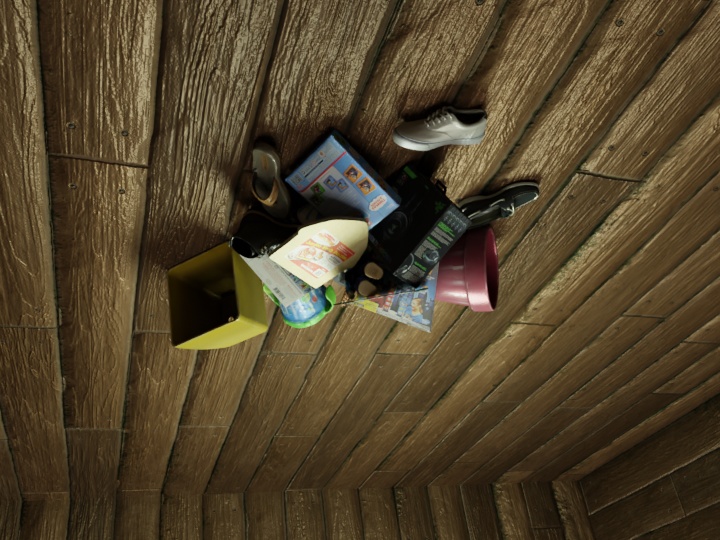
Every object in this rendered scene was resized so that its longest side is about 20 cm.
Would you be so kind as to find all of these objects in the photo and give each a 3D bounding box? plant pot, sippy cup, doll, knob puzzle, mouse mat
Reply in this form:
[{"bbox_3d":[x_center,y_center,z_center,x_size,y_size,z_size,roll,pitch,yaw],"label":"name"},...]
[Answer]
[{"bbox_3d":[0.240,0.000,1.699,0.174,0.205,0.201,-3,150,21],"label":"plant pot"},{"bbox_3d":[-0.155,0.049,1.723,0.174,0.141,0.132,-21,136,2],"label":"sippy cup"},{"bbox_3d":[-0.332,0.083,1.672,0.196,0.204,0.176,-22,152,19],"label":"plant pot"},{"bbox_3d":[0.000,0.000,1.545,0.047,0.140,0.200,20,-178,-17],"label":"doll"},{"bbox_3d":[-0.069,-0.056,1.446,0.214,0.031,0.222,-13,144,-9],"label":"knob puzzle"},{"bbox_3d":[0.047,0.058,1.522,0.195,0.008,0.161,-11,177,12],"label":"mouse mat"}]

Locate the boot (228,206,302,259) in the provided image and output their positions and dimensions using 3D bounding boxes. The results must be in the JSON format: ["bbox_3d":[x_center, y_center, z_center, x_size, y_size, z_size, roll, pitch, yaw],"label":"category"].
[{"bbox_3d":[-0.176,-0.048,1.469,0.195,0.139,0.079,19,121,1],"label":"boot"}]

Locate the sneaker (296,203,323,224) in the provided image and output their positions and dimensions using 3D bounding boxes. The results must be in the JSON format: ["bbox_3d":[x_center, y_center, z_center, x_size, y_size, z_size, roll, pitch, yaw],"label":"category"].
[{"bbox_3d":[-0.041,-0.151,1.511,0.195,0.077,0.107,-3,133,-19],"label":"sneaker"}]

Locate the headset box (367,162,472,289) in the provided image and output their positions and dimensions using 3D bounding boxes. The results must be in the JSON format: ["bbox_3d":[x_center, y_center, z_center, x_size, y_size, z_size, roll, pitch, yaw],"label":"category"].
[{"bbox_3d":[0.116,-0.101,1.466,0.201,0.175,0.092,-49,137,12],"label":"headset box"}]

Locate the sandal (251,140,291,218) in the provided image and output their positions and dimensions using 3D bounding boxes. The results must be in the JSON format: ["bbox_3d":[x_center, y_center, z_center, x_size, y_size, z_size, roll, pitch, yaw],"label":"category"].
[{"bbox_3d":[-0.190,-0.174,1.414,0.080,0.055,0.202,21,147,13],"label":"sandal"}]

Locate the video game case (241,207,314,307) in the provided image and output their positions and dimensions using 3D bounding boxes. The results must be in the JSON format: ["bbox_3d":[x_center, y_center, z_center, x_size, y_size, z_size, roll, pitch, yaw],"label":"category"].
[{"bbox_3d":[-0.171,-0.034,1.580,0.180,0.036,0.201,-32,107,30],"label":"video game case"}]

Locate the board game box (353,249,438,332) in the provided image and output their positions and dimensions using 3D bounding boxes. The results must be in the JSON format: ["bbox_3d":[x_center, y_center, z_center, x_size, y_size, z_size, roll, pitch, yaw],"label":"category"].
[{"bbox_3d":[0.106,0.015,1.611,0.195,0.062,0.204,20,113,0],"label":"board game box"}]

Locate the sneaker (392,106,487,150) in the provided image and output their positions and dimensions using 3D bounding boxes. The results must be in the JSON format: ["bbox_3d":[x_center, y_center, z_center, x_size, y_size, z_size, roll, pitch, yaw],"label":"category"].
[{"bbox_3d":[0.157,-0.288,1.357,0.195,0.074,0.072,-9,139,-17],"label":"sneaker"}]

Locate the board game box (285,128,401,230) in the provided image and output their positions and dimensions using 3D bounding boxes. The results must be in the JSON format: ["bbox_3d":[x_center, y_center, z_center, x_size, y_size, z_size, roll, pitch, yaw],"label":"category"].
[{"bbox_3d":[-0.035,-0.167,1.423,0.200,0.037,0.150,44,123,-16],"label":"board game box"}]

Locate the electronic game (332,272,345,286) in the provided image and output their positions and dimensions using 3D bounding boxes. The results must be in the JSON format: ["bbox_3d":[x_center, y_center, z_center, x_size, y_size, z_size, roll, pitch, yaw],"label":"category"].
[{"bbox_3d":[0.017,-0.022,1.728,0.195,0.042,0.202,-13,144,-9],"label":"electronic game"}]

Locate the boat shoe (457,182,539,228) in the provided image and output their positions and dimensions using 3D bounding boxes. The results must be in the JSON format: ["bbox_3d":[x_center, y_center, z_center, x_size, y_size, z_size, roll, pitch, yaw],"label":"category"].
[{"bbox_3d":[0.324,-0.147,1.603,0.196,0.062,0.076,-18,146,13],"label":"boat shoe"}]

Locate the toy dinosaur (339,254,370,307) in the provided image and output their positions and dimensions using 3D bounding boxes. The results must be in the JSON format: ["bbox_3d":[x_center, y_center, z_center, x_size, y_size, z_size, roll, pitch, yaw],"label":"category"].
[{"bbox_3d":[0.027,0.022,1.701,0.197,0.104,0.135,-23,134,38],"label":"toy dinosaur"}]
